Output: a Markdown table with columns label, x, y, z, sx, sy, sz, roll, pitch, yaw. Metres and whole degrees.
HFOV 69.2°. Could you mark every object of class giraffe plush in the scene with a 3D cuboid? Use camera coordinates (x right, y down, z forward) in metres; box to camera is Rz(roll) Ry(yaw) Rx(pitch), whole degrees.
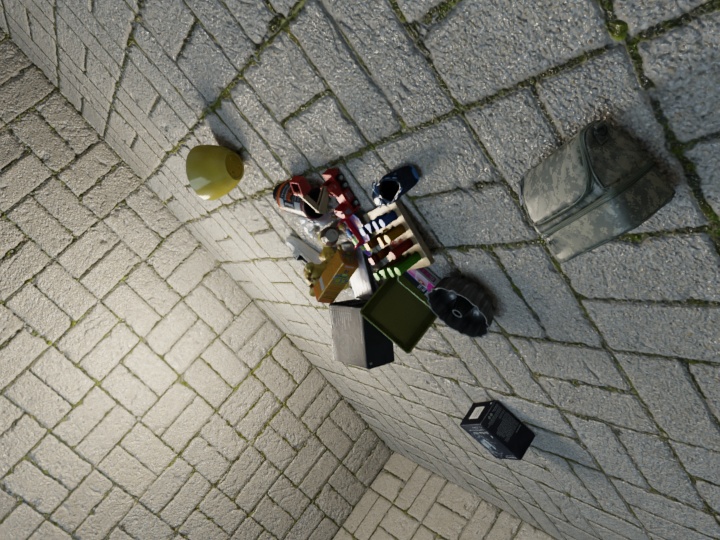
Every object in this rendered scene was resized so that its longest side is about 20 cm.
| label | x | y | z | sx | sy | sz | roll | pitch | yaw |
| --- | --- | --- | --- | --- | --- | --- | --- | --- | --- |
| giraffe plush | -0.133 | 0.011 | 1.861 | 0.199 | 0.161 | 0.175 | -20 | 94 | 63 |

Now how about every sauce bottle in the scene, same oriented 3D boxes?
| label | x | y | z | sx | sy | sz | roll | pitch | yaw |
| --- | --- | --- | --- | --- | --- | --- | --- | --- | --- |
| sauce bottle | -0.102 | -0.111 | 1.714 | 0.066 | 0.066 | 0.200 | 45 | 172 | -8 |

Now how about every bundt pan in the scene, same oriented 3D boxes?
| label | x | y | z | sx | sy | sz | roll | pitch | yaw |
| --- | --- | --- | --- | --- | --- | --- | --- | --- | --- |
| bundt pan | 0.287 | 0.094 | 1.451 | 0.200 | 0.076 | 0.203 | 32 | 153 | 18 |

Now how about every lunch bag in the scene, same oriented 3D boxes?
| label | x | y | z | sx | sy | sz | roll | pitch | yaw |
| --- | --- | --- | --- | --- | --- | --- | --- | --- | --- |
| lunch bag | 0.362 | -0.128 | 0.847 | 0.169 | 0.138 | 0.200 | 57 | 159 | 5 |

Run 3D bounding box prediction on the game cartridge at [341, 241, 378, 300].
| label | x | y | z | sx | sy | sz | roll | pitch | yaw |
| --- | --- | --- | --- | --- | --- | --- | --- | --- | --- |
| game cartridge | 0.000 | 0.000 | 1.752 | 0.129 | 0.038 | 0.203 | 9 | 116 | 62 |

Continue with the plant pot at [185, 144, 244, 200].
| label | x | y | z | sx | sy | sz | roll | pitch | yaw |
| --- | --- | --- | --- | --- | --- | --- | --- | --- | --- |
| plant pot | -0.504 | -0.363 | 1.874 | 0.140 | 0.202 | 0.201 | -7 | 133 | 29 |

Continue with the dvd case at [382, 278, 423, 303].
| label | x | y | z | sx | sy | sz | roll | pitch | yaw |
| --- | --- | --- | --- | --- | --- | --- | --- | --- | --- |
| dvd case | 0.120 | 0.139 | 1.744 | 0.149 | 0.025 | 0.202 | 27 | 121 | 18 |

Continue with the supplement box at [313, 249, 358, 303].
| label | x | y | z | sx | sy | sz | roll | pitch | yaw |
| --- | --- | --- | --- | --- | --- | --- | --- | --- | --- |
| supplement box | -0.084 | 0.023 | 1.740 | 0.201 | 0.066 | 0.069 | -56 | 38 | 35 |

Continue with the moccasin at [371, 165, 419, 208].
| label | x | y | z | sx | sy | sz | roll | pitch | yaw |
| --- | --- | --- | --- | --- | --- | --- | --- | --- | --- |
| moccasin | 0.067 | -0.205 | 1.282 | 0.081 | 0.068 | 0.200 | 56 | 155 | 1 |

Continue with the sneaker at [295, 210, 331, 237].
| label | x | y | z | sx | sy | sz | roll | pitch | yaw |
| --- | --- | --- | --- | --- | --- | --- | --- | --- | --- |
| sneaker | -0.147 | -0.165 | 1.743 | 0.199 | 0.075 | 0.116 | 27 | 155 | 46 |

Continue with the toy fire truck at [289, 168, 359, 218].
| label | x | y | z | sx | sy | sz | roll | pitch | yaw |
| --- | --- | --- | --- | --- | --- | --- | --- | --- | --- |
| toy fire truck | -0.097 | -0.210 | 1.473 | 0.048 | 0.141 | 0.201 | 14 | 145 | 49 |

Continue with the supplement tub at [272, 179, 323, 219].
| label | x | y | z | sx | sy | sz | roll | pitch | yaw |
| --- | --- | --- | --- | --- | --- | --- | --- | --- | --- |
| supplement tub | -0.199 | -0.229 | 1.663 | 0.199 | 0.107 | 0.108 | 19 | 149 | 45 |

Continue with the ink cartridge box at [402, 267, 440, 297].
| label | x | y | z | sx | sy | sz | roll | pitch | yaw |
| --- | --- | --- | --- | --- | --- | --- | --- | --- | --- |
| ink cartridge box | 0.188 | 0.026 | 1.569 | 0.199 | 0.037 | 0.095 | 39 | 158 | 3 |

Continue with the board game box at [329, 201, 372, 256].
| label | x | y | z | sx | sy | sz | roll | pitch | yaw |
| --- | --- | --- | --- | --- | --- | --- | --- | --- | --- |
| board game box | -0.037 | -0.117 | 1.616 | 0.200 | 0.039 | 0.159 | 40 | 158 | 46 |

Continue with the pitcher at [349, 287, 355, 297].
| label | x | y | z | sx | sy | sz | roll | pitch | yaw |
| --- | --- | --- | --- | --- | --- | --- | --- | --- | --- |
| pitcher | 0.049 | 0.107 | 1.855 | 0.200 | 0.121 | 0.172 | 46 | 161 | 22 |

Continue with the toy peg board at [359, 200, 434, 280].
| label | x | y | z | sx | sy | sz | roll | pitch | yaw |
| --- | --- | --- | --- | --- | --- | --- | --- | --- | --- |
| toy peg board | 0.074 | -0.071 | 1.443 | 0.201 | 0.097 | 0.199 | 58 | 156 | -8 |

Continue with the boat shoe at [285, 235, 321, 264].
| label | x | y | z | sx | sy | sz | roll | pitch | yaw |
| --- | --- | --- | --- | --- | --- | --- | --- | --- | --- |
| boat shoe | -0.236 | -0.067 | 2.084 | 0.199 | 0.069 | 0.072 | 35 | 158 | 18 |

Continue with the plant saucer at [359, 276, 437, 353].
| label | x | y | z | sx | sy | sz | roll | pitch | yaw |
| --- | --- | --- | --- | --- | --- | --- | --- | --- | --- |
| plant saucer | 0.128 | 0.127 | 1.633 | 0.199 | 0.200 | 0.048 | 39 | 162 | 7 |

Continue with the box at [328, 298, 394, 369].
| label | x | y | z | sx | sy | sz | roll | pitch | yaw |
| --- | --- | --- | --- | --- | --- | --- | --- | --- | --- |
| box | 0.002 | 0.206 | 1.742 | 0.195 | 0.122 | 0.204 | 2 | 98 | 54 |

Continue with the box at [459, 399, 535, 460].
| label | x | y | z | sx | sy | sz | roll | pitch | yaw |
| --- | --- | --- | --- | --- | --- | --- | --- | --- | --- |
| box | 0.512 | 0.602 | 1.970 | 0.199 | 0.118 | 0.197 | 41 | 159 | 2 |
